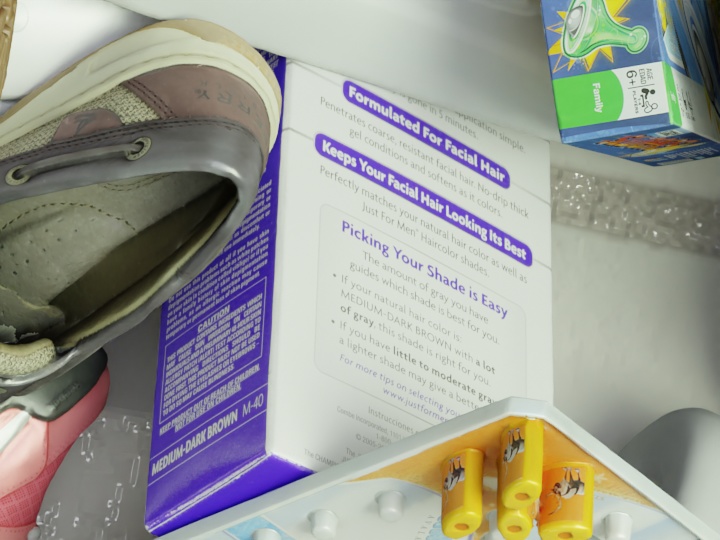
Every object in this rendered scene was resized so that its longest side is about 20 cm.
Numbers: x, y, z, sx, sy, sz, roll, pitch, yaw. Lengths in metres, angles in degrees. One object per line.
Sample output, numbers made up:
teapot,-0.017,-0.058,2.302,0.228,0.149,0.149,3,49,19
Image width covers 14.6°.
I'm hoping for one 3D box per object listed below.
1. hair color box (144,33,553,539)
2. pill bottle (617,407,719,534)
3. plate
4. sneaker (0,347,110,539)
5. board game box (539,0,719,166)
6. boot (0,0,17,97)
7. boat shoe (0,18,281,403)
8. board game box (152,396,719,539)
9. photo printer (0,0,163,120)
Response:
hair color box,0.000,0.000,0.847,0.109,0.065,0.201,27,49,-31
pill bottle,0.162,0.138,0.911,0.199,0.112,0.113,30,80,-10
plate,-0.003,-0.153,0.861,0.199,0.032,0.201,14,60,-37
sneaker,-0.135,0.110,0.873,0.087,0.074,0.200,42,85,-18
board game box,0.083,-0.104,0.868,0.034,0.200,0.136,-9,89,13
boot,-0.146,-0.121,0.762,0.106,0.075,0.201,-6,57,-12
boat shoe,-0.107,0.003,0.803,0.199,0.065,0.072,-31,117,18
board game box,0.031,0.123,0.812,0.200,0.199,0.026,38,42,-35
photo printer,-0.124,-0.137,0.851,0.165,0.070,0.201,1,64,-13
